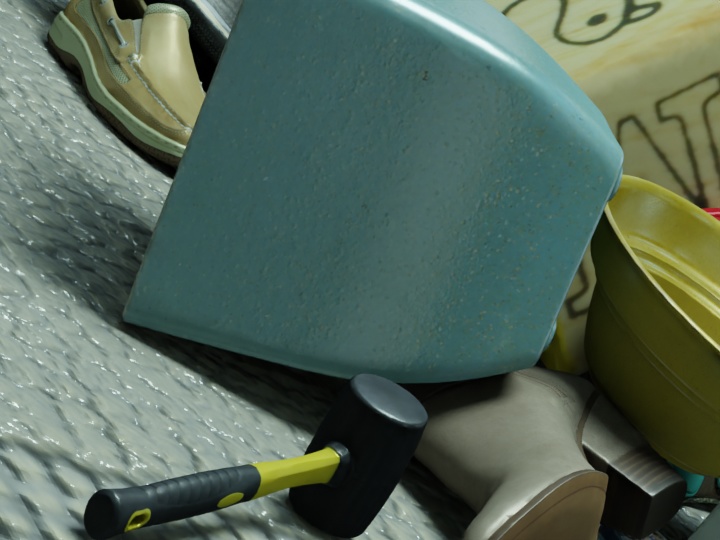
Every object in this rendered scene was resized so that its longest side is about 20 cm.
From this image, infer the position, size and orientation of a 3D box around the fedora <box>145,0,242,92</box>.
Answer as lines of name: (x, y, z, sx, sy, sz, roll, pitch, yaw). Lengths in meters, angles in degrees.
fedora: (-0.106, -0.197, 1.494, 0.201, 0.092, 0.201, 44, -9, 9)

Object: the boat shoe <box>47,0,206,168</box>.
boat shoe: (-0.135, -0.134, 1.356, 0.072, 0.076, 0.200, 21, 18, -45)

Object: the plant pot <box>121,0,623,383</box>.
plant pot: (0.016, -0.049, 1.065, 0.199, 0.197, 0.196, 22, 13, -5)

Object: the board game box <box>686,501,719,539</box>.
board game box: (0.262, 0.176, 1.186, 0.147, 0.064, 0.200, 40, 9, 15)

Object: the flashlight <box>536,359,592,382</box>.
flashlight: (0.115, 0.035, 1.380, 0.068, 0.068, 0.200, 36, 9, -33)

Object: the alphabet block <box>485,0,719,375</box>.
alphabet block: (0.149, -0.088, 1.303, 0.195, 0.199, 0.197, 52, -14, 56)

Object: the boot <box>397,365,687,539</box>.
boot: (0.059, 0.091, 1.032, 0.146, 0.071, 0.200, 30, 21, 31)

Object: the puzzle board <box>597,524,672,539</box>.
puzzle board: (0.099, 0.114, 1.155, 0.200, 0.017, 0.150, 43, 15, 33)

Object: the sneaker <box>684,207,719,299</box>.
sneaker: (0.246, 0.039, 1.235, 0.200, 0.116, 0.078, 35, 9, -19)

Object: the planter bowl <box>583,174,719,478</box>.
planter bowl: (0.178, 0.047, 1.122, 0.200, 0.084, 0.201, 33, 22, -15)

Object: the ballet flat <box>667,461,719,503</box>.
ballet flat: (0.204, 0.112, 1.351, 0.075, 0.068, 0.200, 16, -7, 37)

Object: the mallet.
mallet: (-0.036, 0.074, 0.843, 0.041, 0.066, 0.200, 38, 13, 24)
